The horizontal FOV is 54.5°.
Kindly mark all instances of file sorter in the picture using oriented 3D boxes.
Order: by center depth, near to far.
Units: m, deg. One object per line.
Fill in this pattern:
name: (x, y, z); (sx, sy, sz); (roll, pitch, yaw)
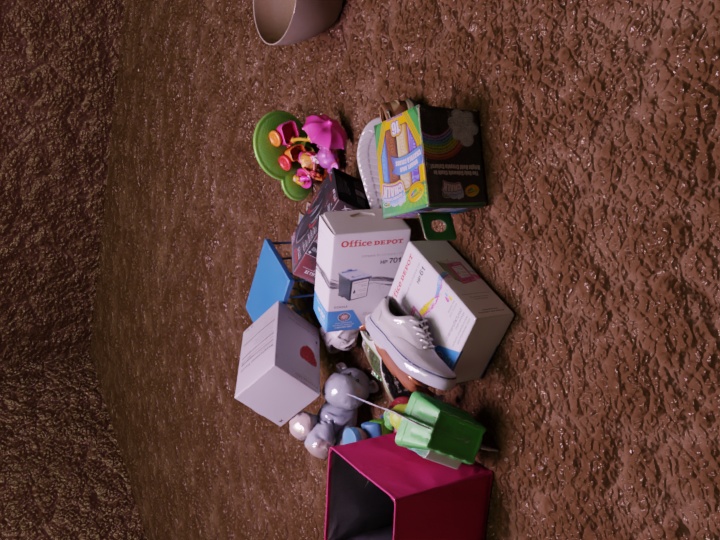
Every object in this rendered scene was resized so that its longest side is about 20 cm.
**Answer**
file sorter: (-0.155, 0.048, 1.542); (0.139, 0.122, 0.200); (55, 137, 38)

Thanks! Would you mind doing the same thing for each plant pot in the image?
plant pot: (-0.114, -0.551, 1.406); (0.200, 0.134, 0.201); (11, 103, 57)

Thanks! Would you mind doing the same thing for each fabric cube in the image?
fabric cube: (0.075, 0.401, 1.166); (0.200, 0.199, 0.197); (21, 111, 55)

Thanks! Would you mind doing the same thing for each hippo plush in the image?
hippo plush: (-0.023, 0.283, 1.387); (0.159, 0.200, 0.161); (35, 100, 19)

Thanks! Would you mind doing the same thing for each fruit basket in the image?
fruit basket: (0.095, 0.254, 1.140); (0.200, 0.185, 0.094); (-3, 65, 55)

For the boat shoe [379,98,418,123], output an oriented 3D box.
boat shoe: (0.064, -0.197, 1.212); (0.076, 0.074, 0.201); (160, 107, -76)

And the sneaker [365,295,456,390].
sneaker: (0.080, 0.108, 1.087); (0.200, 0.073, 0.071); (39, 113, 40)

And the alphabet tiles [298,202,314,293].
alphabet tiles: (-0.104, -0.045, 1.570); (0.166, 0.006, 0.201); (30, 118, 52)

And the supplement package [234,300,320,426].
supplement package: (-0.162, 0.184, 1.403); (0.120, 0.121, 0.200); (-40, 28, 21)

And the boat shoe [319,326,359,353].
boat shoe: (-0.030, 0.127, 1.411); (0.200, 0.073, 0.066); (132, 123, -71)

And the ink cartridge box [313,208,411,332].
ink cartridge box: (0.000, 0.000, 1.249); (0.086, 0.146, 0.200); (-121, 31, -53)

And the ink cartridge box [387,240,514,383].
ink cartridge box: (0.135, 0.063, 1.136); (0.200, 0.084, 0.145); (54, 136, 41)

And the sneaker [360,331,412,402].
sneaker: (0.052, 0.180, 1.307); (0.089, 0.077, 0.200); (107, 150, -45)

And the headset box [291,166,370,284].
headset box: (-0.066, -0.076, 1.356); (0.200, 0.075, 0.149); (-56, 22, 25)

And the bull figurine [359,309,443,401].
bull figurine: (0.077, 0.144, 1.193); (0.065, 0.121, 0.200); (-51, 37, 15)

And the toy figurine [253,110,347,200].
toy figurine: (-0.102, -0.246, 1.453); (0.184, 0.150, 0.200); (1, 117, 48)

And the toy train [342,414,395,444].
toy train: (0.033, 0.377, 1.305); (0.085, 0.115, 0.201); (-10, 85, 58)

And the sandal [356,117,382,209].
sandal: (0.039, -0.177, 1.286); (0.050, 0.082, 0.203); (-26, -67, -79)

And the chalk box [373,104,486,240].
chalk box: (0.112, -0.146, 1.112); (0.124, 0.125, 0.201); (-7, 86, 57)
